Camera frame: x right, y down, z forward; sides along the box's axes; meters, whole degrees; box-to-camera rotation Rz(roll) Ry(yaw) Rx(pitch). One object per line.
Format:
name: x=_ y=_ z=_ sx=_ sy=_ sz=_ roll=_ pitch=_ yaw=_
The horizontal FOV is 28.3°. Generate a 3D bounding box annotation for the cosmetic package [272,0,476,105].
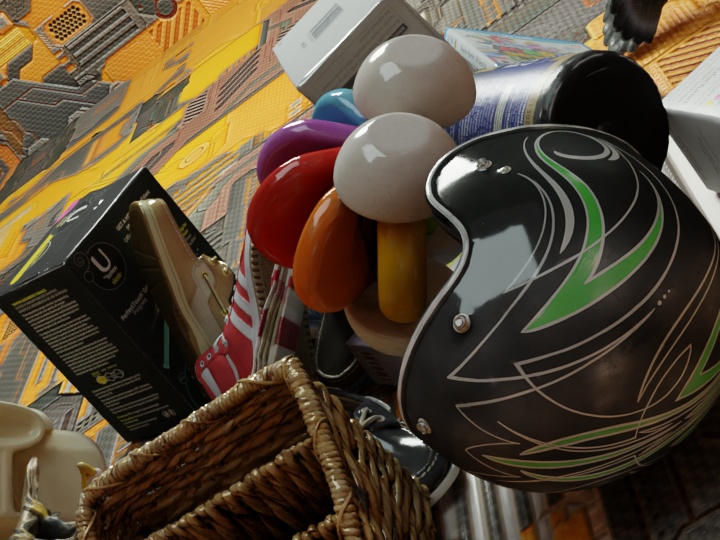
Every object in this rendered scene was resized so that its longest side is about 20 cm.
cosmetic package: x=0.039 y=-0.163 z=1.320 sx=0.123 sy=0.200 sz=0.199 roll=-45 pitch=20 yaw=6

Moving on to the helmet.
helmet: x=0.115 y=0.030 z=0.820 sx=0.199 sy=0.200 sz=0.191 roll=-31 pitch=41 yaw=22

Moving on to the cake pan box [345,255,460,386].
cake pan box: x=0.104 y=0.015 z=1.071 sx=0.184 sy=0.052 sz=0.200 roll=-49 pitch=23 yaw=-19

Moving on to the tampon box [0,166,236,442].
tampon box: x=-0.215 y=0.035 z=1.361 sx=0.126 sy=0.200 sz=0.150 roll=-20 pitch=27 yaw=41

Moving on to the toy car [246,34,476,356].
toy car: x=0.000 y=-0.051 z=0.962 sx=0.149 sy=0.176 sz=0.201 roll=3 pitch=43 yaw=8

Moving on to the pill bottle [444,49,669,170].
pill bottle: x=0.121 y=-0.096 z=1.045 sx=0.112 sy=0.112 sz=0.200 roll=-47 pitch=23 yaw=-19

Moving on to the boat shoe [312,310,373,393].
boat shoe: x=0.000 y=0.000 z=1.160 sx=0.072 sy=0.072 sz=0.201 roll=10 pitch=74 yaw=33

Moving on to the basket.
basket: x=-0.071 y=0.180 z=0.870 sx=0.199 sy=0.149 sz=0.143 roll=-32 pitch=30 yaw=22

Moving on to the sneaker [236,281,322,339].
sneaker: x=-0.036 y=0.009 z=1.257 sx=0.199 sy=0.090 sz=0.078 roll=-21 pitch=21 yaw=36

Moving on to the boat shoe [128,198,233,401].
boat shoe: x=-0.145 y=0.021 z=1.281 sx=0.066 sy=0.201 sz=0.074 roll=-28 pitch=17 yaw=-22

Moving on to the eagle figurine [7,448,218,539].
eagle figurine: x=-0.178 y=0.198 z=1.114 sx=0.198 sy=0.151 sz=0.153 roll=-6 pitch=71 yaw=5

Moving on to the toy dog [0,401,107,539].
toy dog: x=-0.311 y=0.188 z=1.283 sx=0.193 sy=0.141 sz=0.200 roll=-8 pitch=-8 yaw=-29

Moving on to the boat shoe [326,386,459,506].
boat shoe: x=0.000 y=0.122 z=1.011 sx=0.074 sy=0.060 sz=0.200 roll=-43 pitch=21 yaw=-14

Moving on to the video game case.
video game case: x=0.165 y=-0.191 z=1.304 sx=0.142 sy=0.018 sz=0.200 roll=4 pitch=18 yaw=-11

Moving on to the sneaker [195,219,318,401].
sneaker: x=-0.090 y=0.036 z=1.222 sx=0.112 sy=0.071 sz=0.202 roll=-20 pitch=67 yaw=52

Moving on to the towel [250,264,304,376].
towel: x=-0.064 y=0.058 z=1.080 sx=0.144 sy=0.023 sz=0.202 roll=59 pitch=-138 yaw=-84

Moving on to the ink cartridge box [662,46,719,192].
ink cartridge box: x=0.310 y=-0.114 z=0.936 sx=0.147 sy=0.086 sz=0.200 roll=-42 pitch=19 yaw=-7

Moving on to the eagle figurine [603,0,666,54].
eagle figurine: x=0.286 y=-0.288 z=1.268 sx=0.199 sy=0.152 sz=0.151 roll=-30 pitch=42 yaw=8
